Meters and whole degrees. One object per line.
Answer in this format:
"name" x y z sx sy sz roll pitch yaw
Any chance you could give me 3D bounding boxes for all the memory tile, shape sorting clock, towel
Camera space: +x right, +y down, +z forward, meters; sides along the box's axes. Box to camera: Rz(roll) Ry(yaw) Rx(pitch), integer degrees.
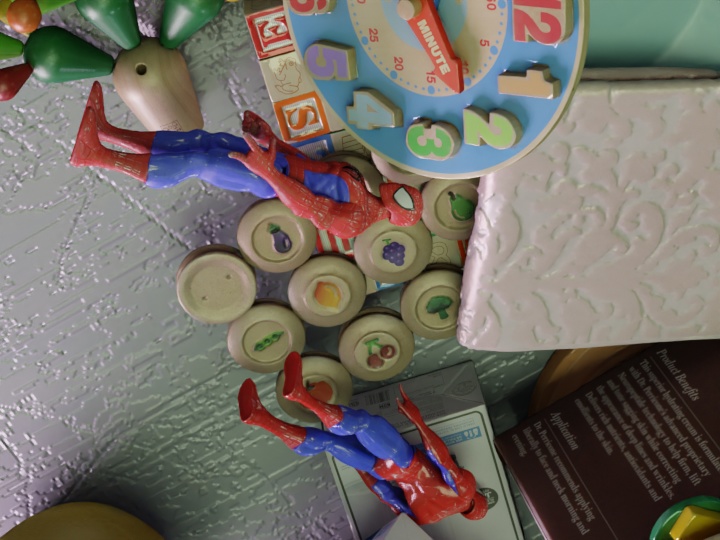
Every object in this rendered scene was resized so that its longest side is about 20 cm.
"memory tile" 0.000 0.000 1.042 0.200 0.017 0.153 -35 115 12
"shape sorting clock" 0.034 -0.145 0.903 0.200 0.039 0.200 14 117 30
"towel" 0.159 -0.036 1.000 0.191 0.032 0.200 -3 130 -10

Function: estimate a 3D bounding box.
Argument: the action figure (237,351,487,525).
"action figure" 0.013 0.114 1.074 0.065 0.052 0.200 -35 127 27

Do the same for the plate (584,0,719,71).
"plate" 0.134 -0.167 0.945 0.200 0.026 0.200 -5 120 -8

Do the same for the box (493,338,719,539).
"box" 0.223 0.157 1.083 0.200 0.166 0.164 -30 121 3

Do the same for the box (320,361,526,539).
"box" 0.054 0.174 1.177 0.116 0.060 0.200 -16 117 1

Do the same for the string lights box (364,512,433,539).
"string lights box" 0.003 0.252 1.146 0.103 0.059 0.200 43 137 -3

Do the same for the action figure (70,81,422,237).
"action figure" -0.060 -0.060 0.956 0.200 0.065 0.052 17 110 -12

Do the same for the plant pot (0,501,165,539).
"plant pot" -0.188 0.237 1.134 0.200 0.142 0.200 -2 117 -5

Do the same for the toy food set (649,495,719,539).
"toy food set" 0.228 0.222 0.994 0.200 0.049 0.198 19 112 -23

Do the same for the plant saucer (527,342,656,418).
"plant saucer" 0.218 0.109 1.180 0.200 0.032 0.201 -2 116 -5

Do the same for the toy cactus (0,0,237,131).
"toy cactus" -0.135 -0.142 0.988 0.200 0.102 0.165 -29 126 -2

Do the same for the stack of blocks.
"stack of blocks" 0.010 -0.092 1.038 0.115 0.059 0.200 -16 118 2
